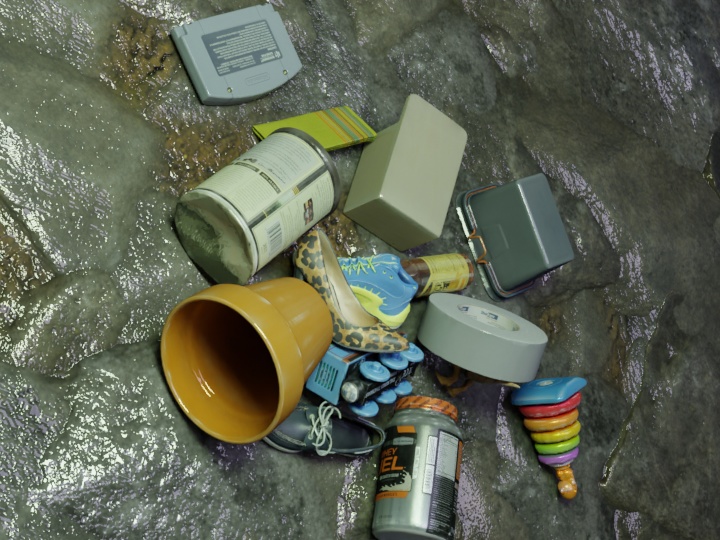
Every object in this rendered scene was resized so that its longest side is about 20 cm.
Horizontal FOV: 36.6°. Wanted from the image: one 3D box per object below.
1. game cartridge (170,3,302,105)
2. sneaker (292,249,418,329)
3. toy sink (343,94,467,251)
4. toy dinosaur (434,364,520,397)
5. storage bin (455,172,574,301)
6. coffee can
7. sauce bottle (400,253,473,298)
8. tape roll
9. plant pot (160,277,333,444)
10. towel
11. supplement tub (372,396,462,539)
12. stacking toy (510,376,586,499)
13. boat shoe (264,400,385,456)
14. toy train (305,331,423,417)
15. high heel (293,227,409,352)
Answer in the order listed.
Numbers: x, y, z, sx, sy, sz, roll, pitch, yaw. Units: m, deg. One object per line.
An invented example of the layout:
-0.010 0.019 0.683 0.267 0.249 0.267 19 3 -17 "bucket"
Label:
-0.183 -0.324 1.652 0.198 0.041 0.135 -26 96 -42 "game cartridge"
0.000 0.000 1.622 0.198 0.106 0.076 31 22 -17 "sneaker"
0.071 -0.156 1.750 0.129 0.111 0.203 30 62 -27 "toy sink"
0.176 0.157 1.714 0.061 0.105 0.200 53 7 -13 "toy dinosaur"
0.266 -0.066 1.863 0.144 0.134 0.203 -17 84 -41 "storage bin"
-0.142 -0.092 1.528 0.200 0.145 0.148 -41 101 -40 "coffee can"
0.095 0.011 1.743 0.197 0.066 0.067 -8 79 -38 "sauce bottle"
0.190 0.102 1.697 0.198 0.200 0.067 9 105 -36 "tape roll"
-0.133 0.098 1.448 0.183 0.198 0.203 -32 95 -53 "plant pot"
-0.070 -0.213 1.697 0.198 0.018 0.086 -20 54 -41 "towel"
0.086 0.296 1.594 0.121 0.122 0.203 25 60 -30 "supplement tub"
0.330 0.285 1.824 0.115 0.108 0.204 -20 99 -53 "stacking toy"
-0.053 0.227 1.544 0.198 0.061 0.076 21 64 -32 "boat shoe"
0.011 0.140 1.589 0.113 0.088 0.199 29 24 22 "toy train"
-0.010 0.031 1.539 0.071 0.197 0.145 -26 132 -66 "high heel"
